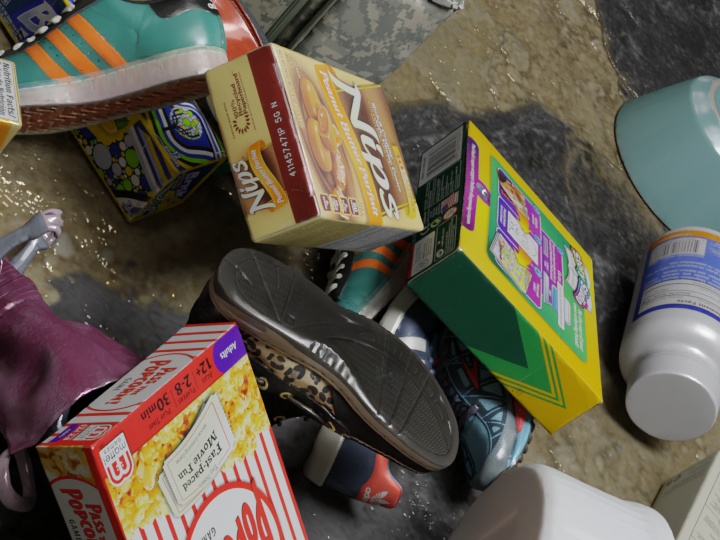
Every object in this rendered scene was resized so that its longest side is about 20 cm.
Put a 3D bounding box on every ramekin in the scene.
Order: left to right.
[{"bbox_3d":[0.115,0.230,0.994,0.097,0.201,0.202,30,42,-12],"label":"ramekin"}]

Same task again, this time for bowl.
[{"bbox_3d":[0.383,-0.132,1.602,0.199,0.105,0.203,24,45,-27],"label":"bowl"}]

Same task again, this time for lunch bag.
[{"bbox_3d":[-0.023,-0.226,1.212,0.167,0.200,0.140,37,36,-15],"label":"lunch bag"}]

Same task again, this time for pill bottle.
[{"bbox_3d":[0.300,0.060,1.365,0.112,0.112,0.201,39,41,-13],"label":"pill bottle"}]

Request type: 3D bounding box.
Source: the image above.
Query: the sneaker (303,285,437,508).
[{"bbox_3d":[0.034,0.091,1.093,0.084,0.075,0.201,28,58,4],"label":"sneaker"}]

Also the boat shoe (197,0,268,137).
[{"bbox_3d":[-0.080,-0.119,1.095,0.071,0.062,0.202,-23,102,-21],"label":"boat shoe"}]

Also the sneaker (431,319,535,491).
[{"bbox_3d":[0.075,0.090,1.169,0.095,0.080,0.201,18,40,-22],"label":"sneaker"}]

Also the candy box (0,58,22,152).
[{"bbox_3d":[-0.320,-0.096,0.891,0.198,0.115,0.056,10,54,-38],"label":"candy box"}]

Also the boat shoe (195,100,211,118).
[{"bbox_3d":[-0.042,-0.123,1.179,0.198,0.068,0.057,21,85,-31],"label":"boat shoe"}]

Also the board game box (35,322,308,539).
[{"bbox_3d":[-0.101,0.155,0.888,0.151,0.046,0.202,-42,122,-51],"label":"board game box"}]

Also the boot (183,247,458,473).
[{"bbox_3d":[-0.047,0.089,0.979,0.199,0.150,0.074,36,40,-15],"label":"boot"}]

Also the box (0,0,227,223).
[{"bbox_3d":[-0.186,-0.142,1.092,0.201,0.070,0.064,56,37,7],"label":"box"}]

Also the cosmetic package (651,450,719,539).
[{"bbox_3d":[0.281,0.253,1.225,0.104,0.073,0.200,49,39,-1],"label":"cosmetic package"}]

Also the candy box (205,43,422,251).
[{"bbox_3d":[-0.027,-0.078,1.016,0.200,0.055,0.117,2,71,-68],"label":"candy box"}]

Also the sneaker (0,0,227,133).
[{"bbox_3d":[-0.190,-0.147,1.010,0.197,0.071,0.081,-11,80,0],"label":"sneaker"}]

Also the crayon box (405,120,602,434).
[{"bbox_3d":[0.115,0.001,1.160,0.173,0.058,0.201,47,26,-21],"label":"crayon box"}]

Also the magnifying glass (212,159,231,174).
[{"bbox_3d":[-0.164,-0.158,1.165,0.200,0.022,0.080,45,39,-5],"label":"magnifying glass"}]

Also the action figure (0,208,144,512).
[{"bbox_3d":[-0.224,0.034,0.925,0.200,0.134,0.149,40,81,7],"label":"action figure"}]

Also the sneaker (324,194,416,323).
[{"bbox_3d":[0.000,0.000,1.169,0.079,0.072,0.200,34,42,6],"label":"sneaker"}]
